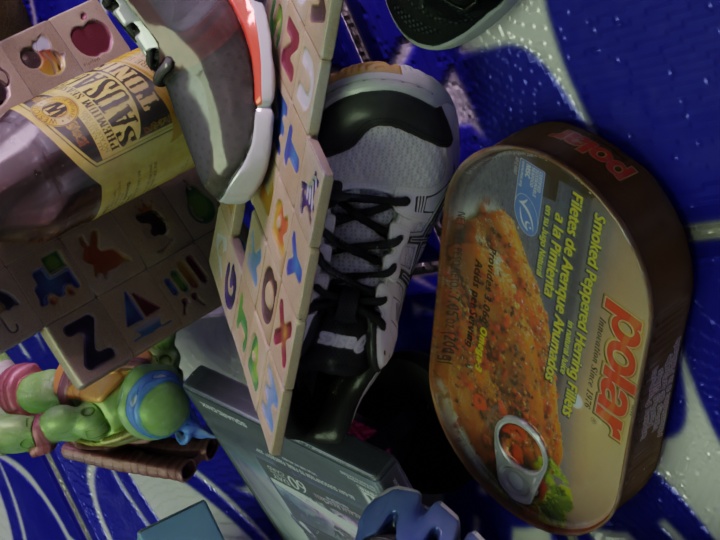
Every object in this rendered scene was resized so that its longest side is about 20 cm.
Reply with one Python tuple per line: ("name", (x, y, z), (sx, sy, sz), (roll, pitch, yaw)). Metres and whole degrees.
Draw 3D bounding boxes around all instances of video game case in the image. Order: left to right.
("video game case", (-0.001, 0.138, 0.979), (0.143, 0.019, 0.200), (21, 149, 43))

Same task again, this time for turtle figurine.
("turtle figurine", (-0.172, 0.030, 1.037), (0.194, 0.199, 0.144), (3, 79, 66))

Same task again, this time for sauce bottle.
("sauce bottle", (-0.134, -0.052, 0.889), (0.066, 0.200, 0.066), (29, 136, 33))

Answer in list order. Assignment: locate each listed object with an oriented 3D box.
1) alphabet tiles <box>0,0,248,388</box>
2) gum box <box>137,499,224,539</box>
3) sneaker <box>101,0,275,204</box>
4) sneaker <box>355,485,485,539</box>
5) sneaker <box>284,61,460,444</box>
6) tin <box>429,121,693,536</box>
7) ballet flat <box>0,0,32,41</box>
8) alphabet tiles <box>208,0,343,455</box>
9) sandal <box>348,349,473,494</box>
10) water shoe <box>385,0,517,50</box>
("alphabet tiles", (-0.155, -0.028, 0.923), (0.167, 0.200, 0.008), (57, 140, 1))
("gum box", (-0.065, 0.243, 1.069), (0.200, 0.044, 0.170), (62, 165, 15))
("sneaker", (-0.093, -0.123, 0.845), (0.077, 0.082, 0.201), (154, 104, -70))
("sneaker", (0.047, 0.184, 0.807), (0.199, 0.115, 0.081), (29, 144, 31))
("sneaker", (0.000, 0.000, 0.841), (0.200, 0.075, 0.088), (104, 169, -48))
("tin", (0.084, 0.028, 0.823), (0.112, 0.042, 0.200), (38, 141, 33))
("ballet flat", (-0.218, -0.104, 1.083), (0.072, 0.068, 0.200), (43, 149, -14))
("alphabet tiles", (-0.036, -0.049, 0.834), (0.167, 0.008, 0.201), (-114, 31, -58))
("sandal", (-0.004, 0.092, 0.976), (0.200, 0.045, 0.075), (-24, 96, 56))
("water shoe", (0.034, -0.148, 0.710), (0.072, 0.079, 0.200), (49, 145, 14))
